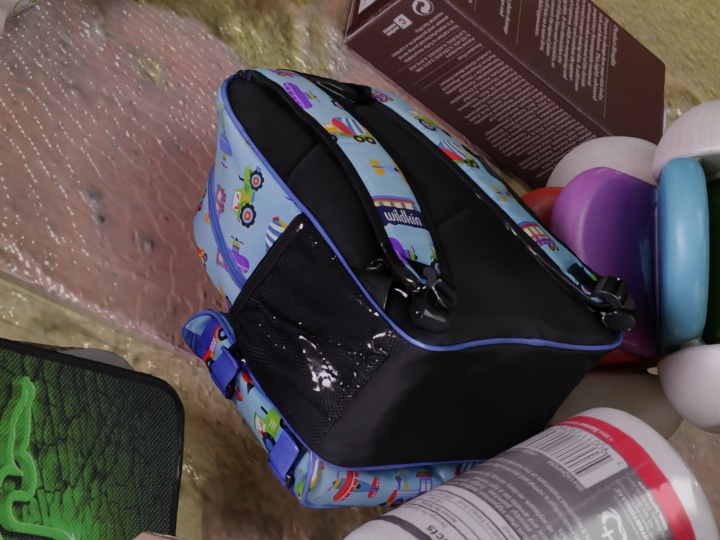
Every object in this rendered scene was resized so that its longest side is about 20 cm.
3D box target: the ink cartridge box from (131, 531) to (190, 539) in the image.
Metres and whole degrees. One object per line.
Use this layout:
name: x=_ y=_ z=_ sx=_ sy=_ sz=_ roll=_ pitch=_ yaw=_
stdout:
ink cartridge box: x=-0.087 y=0.217 z=0.735 sx=0.165 sy=0.075 sz=0.200 roll=-33 pitch=127 yaw=-53

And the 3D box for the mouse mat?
mouse mat: x=-0.138 y=0.125 z=0.832 sx=0.161 sy=0.008 sz=0.200 roll=17 pitch=69 yaw=-40

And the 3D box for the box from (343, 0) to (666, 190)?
box: x=0.089 y=-0.128 z=1.243 sx=0.200 sy=0.075 sz=0.100 roll=35 pitch=43 yaw=-26

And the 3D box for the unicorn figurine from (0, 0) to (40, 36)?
unicorn figurine: x=-0.153 y=-0.173 z=1.014 sx=0.137 sy=0.074 sz=0.200 roll=50 pitch=55 yaw=-13

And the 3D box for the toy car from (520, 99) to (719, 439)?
toy car: x=0.143 y=0.000 z=1.121 sx=0.150 sy=0.200 sz=0.175 roll=14 pitch=71 yaw=-37

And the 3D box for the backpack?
backpack: x=0.000 y=0.000 z=1.006 sx=0.182 sy=0.135 sz=0.200 roll=2 pitch=41 yaw=-49

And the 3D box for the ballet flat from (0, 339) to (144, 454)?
ballet flat: x=-0.180 y=0.046 z=0.855 sx=0.200 sy=0.046 sz=0.067 roll=9 pitch=75 yaw=-39

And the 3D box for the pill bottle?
pill bottle: x=0.055 y=0.148 z=0.950 sx=0.200 sy=0.111 sz=0.111 roll=-24 pitch=84 yaw=-27
